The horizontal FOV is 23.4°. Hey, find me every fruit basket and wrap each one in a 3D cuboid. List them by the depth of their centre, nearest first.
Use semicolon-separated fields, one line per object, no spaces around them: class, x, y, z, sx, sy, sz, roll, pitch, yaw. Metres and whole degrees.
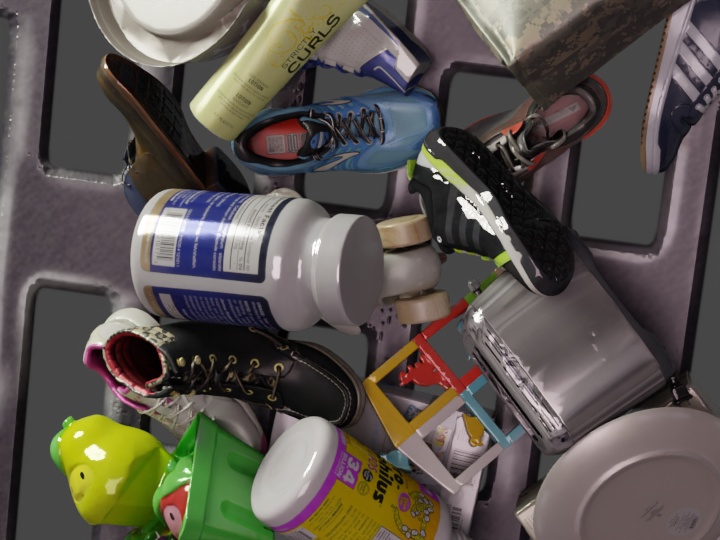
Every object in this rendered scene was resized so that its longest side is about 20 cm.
fruit basket;-0.191;0.217;1.572;0.215;0.156;0.216;3;138;2

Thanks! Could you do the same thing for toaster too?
toaster;0.178;0.071;1.511;0.129;0.114;0.200;-36;82;-6

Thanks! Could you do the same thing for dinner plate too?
dinner plate;0.248;0.203;1.507;0.199;0.024;0.201;-8;126;-11

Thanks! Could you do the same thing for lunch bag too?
lunch bag;0.155;-0.268;1.492;0.164;0.118;0.200;-37;62;9

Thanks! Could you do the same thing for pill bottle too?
pill bottle;-0.088;-0.008;1.506;0.199;0.116;0.116;6;99;24
pill bottle;0.009;0.219;1.525;0.200;0.104;0.104;36;103;-23

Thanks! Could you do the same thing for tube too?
tube;-0.068;-0.200;1.501;0.200;0.058;0.052;-47;69;16

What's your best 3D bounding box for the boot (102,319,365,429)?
boot;-0.112;0.095;1.536;0.203;0.154;0.074;26;110;29

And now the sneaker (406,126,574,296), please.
sneaker;0.107;-0.037;1.489;0.200;0.072;0.083;55;128;33

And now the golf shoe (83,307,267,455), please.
golf shoe;-0.176;0.121;1.608;0.200;0.092;0.075;39;111;7

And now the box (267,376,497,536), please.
box;0.013;0.184;1.617;0.199;0.041;0.157;12;98;7

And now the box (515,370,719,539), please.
box;0.240;0.183;1.565;0.200;0.068;0.082;-37;91;12

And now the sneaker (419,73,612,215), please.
sneaker;0.131;-0.109;1.538;0.200;0.082;0.077;-39;90;12

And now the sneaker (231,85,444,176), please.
sneaker;-0.022;-0.117;1.558;0.199;0.090;0.079;-10;96;10

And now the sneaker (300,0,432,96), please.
sneaker;-0.040;-0.205;1.563;0.199;0.081;0.115;39;105;10

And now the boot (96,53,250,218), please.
boot;-0.194;-0.103;1.568;0.097;0.075;0.200;-29;124;20

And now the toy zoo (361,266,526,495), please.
toy zoo;0.093;0.108;1.566;0.200;0.020;0.131;-39;86;-9

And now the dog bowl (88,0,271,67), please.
dog bowl;-0.151;-0.276;1.542;0.199;0.059;0.201;-2;87;33

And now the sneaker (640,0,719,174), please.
sneaker;0.310;-0.173;1.506;0.108;0.070;0.201;14;96;9

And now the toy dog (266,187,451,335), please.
toy dog;0.000;0.000;1.584;0.199;0.096;0.132;14;103;23
